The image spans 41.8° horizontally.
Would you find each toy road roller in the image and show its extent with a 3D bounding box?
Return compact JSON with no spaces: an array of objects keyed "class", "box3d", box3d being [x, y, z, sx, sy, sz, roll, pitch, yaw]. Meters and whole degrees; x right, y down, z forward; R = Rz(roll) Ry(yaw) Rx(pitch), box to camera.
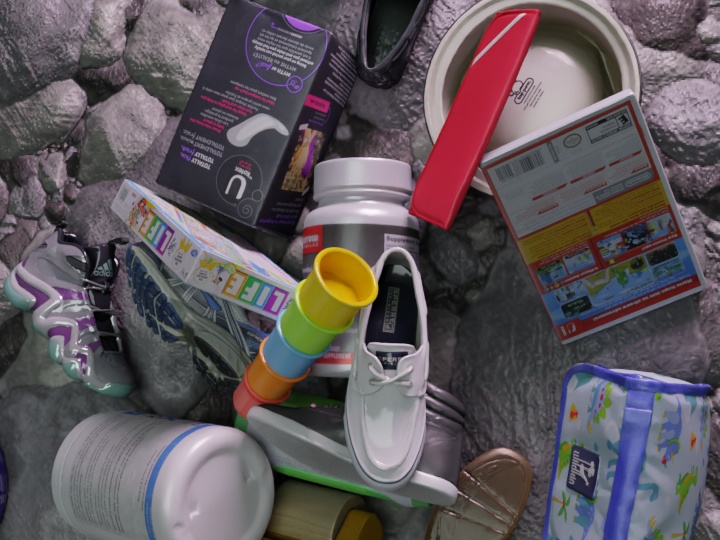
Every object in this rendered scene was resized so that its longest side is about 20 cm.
[{"class":"toy road roller","box3d":[-0.055,0.319,0.903,0.122,0.147,0.201,6,51,30]}]

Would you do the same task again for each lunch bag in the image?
[{"class":"lunch bag","box3d":[0.222,0.168,0.778,0.126,0.200,0.172,8,89,17]}]

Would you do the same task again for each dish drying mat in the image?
[{"class":"dish drying mat","box3d":[0.099,-0.136,0.835,0.018,0.077,0.201,23,93,-27]}]

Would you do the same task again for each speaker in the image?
[{"class":"speaker","box3d":[-0.019,0.168,0.911,0.198,0.088,0.089,10,89,17]}]

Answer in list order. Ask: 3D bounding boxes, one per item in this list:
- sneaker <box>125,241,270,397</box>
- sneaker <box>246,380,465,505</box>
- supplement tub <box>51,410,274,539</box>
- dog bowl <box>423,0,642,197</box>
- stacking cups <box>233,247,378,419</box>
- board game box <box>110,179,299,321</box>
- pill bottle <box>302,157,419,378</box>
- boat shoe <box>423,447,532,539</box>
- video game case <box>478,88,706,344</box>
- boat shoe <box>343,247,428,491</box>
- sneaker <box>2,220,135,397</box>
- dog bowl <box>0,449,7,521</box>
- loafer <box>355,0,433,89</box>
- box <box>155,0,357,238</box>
[{"class":"sneaker","box3d":[-0.163,0.040,0.972,0.200,0.085,0.077,45,142,14]},{"class":"sneaker","box3d":[0.003,0.132,0.841,0.198,0.071,0.100,15,63,13]},{"class":"supplement tub","box3d":[-0.190,0.206,0.900,0.199,0.131,0.133,0,85,43]},{"class":"dog bowl","box3d":[0.163,-0.159,0.889,0.198,0.074,0.202,-1,86,17]},{"class":"stacking cups","box3d":[-0.056,0.062,0.829,0.061,0.060,0.200,52,134,14]},{"class":"board game box","box3d":[-0.142,-0.018,0.892,0.200,0.134,0.034,35,98,51]},{"class":"pill bottle","box3d":[0.000,0.000,0.904,0.113,0.114,0.202,-1,85,17]},{"class":"boat shoe","box3d":[0.093,0.256,0.880,0.074,0.066,0.201,33,82,17]},{"class":"video game case","box3d":[0.208,-0.042,0.840,0.142,0.017,0.201,-23,112,14]},{"class":"boat shoe","box3d":[0.021,0.078,0.786,0.073,0.065,0.202,-1,68,0]},{"class":"sneaker","box3d":[-0.283,0.027,1.007,0.200,0.078,0.140,43,99,15]},{"class":"dog bowl","box3d":[-0.501,0.245,1.055,0.198,0.079,0.202,-2,85,17]},{"class":"loafer","box3d":[0.043,-0.280,0.934,0.067,0.070,0.202,18,91,7]},{"class":"box","box3d":[-0.099,-0.150,0.950,0.121,0.106,0.202,24,92,17]}]
